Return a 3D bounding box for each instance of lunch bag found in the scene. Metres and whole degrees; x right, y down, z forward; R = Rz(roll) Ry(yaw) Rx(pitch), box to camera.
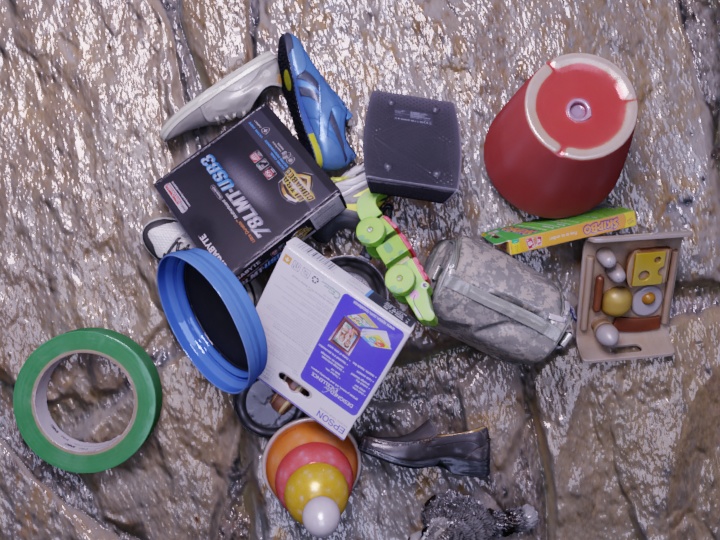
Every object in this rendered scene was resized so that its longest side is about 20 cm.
[{"bbox_3d":[0.179,0.044,1.062,0.199,0.168,0.140,26,91,-4],"label":"lunch bag"}]

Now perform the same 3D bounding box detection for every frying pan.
[{"bbox_3d":[-0.137,0.153,1.124,0.114,0.031,0.192,-12,95,-5],"label":"frying pan"},{"bbox_3d":[-0.017,0.000,1.063,0.114,0.031,0.192,4,80,-2],"label":"frying pan"}]

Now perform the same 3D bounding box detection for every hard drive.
[{"bbox_3d":[0.069,-0.169,1.052,0.134,0.201,0.043,8,135,-3],"label":"hard drive"}]

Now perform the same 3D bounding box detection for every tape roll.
[{"bbox_3d":[-0.387,0.184,1.101,0.199,0.048,0.202,0,93,-3],"label":"tape roll"}]

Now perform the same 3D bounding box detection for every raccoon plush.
[{"bbox_3d":[0.164,0.367,1.092,0.198,0.134,0.098,-17,92,-2],"label":"raccoon plush"}]

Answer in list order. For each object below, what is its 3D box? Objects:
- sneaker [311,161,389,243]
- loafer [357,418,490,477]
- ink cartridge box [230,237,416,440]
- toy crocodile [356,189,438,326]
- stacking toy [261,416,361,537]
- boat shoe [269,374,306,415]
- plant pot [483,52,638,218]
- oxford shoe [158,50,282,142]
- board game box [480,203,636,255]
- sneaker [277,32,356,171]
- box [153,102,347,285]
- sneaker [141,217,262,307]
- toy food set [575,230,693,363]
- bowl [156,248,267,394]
[{"bbox_3d":[0.005,-0.105,1.104,0.199,0.075,0.085,-21,111,-1],"label":"sneaker"},{"bbox_3d":[0.094,0.251,1.122,0.198,0.073,0.073,10,83,-13],"label":"loafer"},{"bbox_3d":[-0.053,0.092,1.016,0.197,0.043,0.201,34,117,9],"label":"ink cartridge box"},{"bbox_3d":[0.048,-0.016,0.995,0.061,0.068,0.201,-31,65,3],"label":"toy crocodile"},{"bbox_3d":[-0.063,0.299,1.041,0.145,0.200,0.147,-1,102,-6],"label":"stacking toy"},{"bbox_3d":[-0.075,0.109,1.098,0.067,0.072,0.201,31,77,5],"label":"boat shoe"},{"bbox_3d":[0.274,-0.185,1.030,0.199,0.177,0.202,0,79,2],"label":"plant pot"},{"bbox_3d":[-0.193,-0.232,1.081,0.199,0.075,0.058,-33,104,-3],"label":"oxford shoe"},{"bbox_3d":[0.277,-0.059,1.097,0.198,0.096,0.030,-11,102,-2],"label":"board game box"},{"bbox_3d":[-0.061,-0.241,1.095,0.078,0.066,0.202,-18,93,-17],"label":"sneaker"},{"bbox_3d":[-0.152,-0.102,1.050,0.198,0.050,0.200,-36,64,-5],"label":"box"},{"bbox_3d":[-0.222,-0.010,1.081,0.199,0.088,0.076,34,92,-2],"label":"sneaker"},{"bbox_3d":[0.389,0.038,1.097,0.142,0.061,0.201,-5,119,-2],"label":"toy food set"},{"bbox_3d":[-0.192,0.063,0.998,0.039,0.200,0.202,-31,94,-34],"label":"bowl"}]
